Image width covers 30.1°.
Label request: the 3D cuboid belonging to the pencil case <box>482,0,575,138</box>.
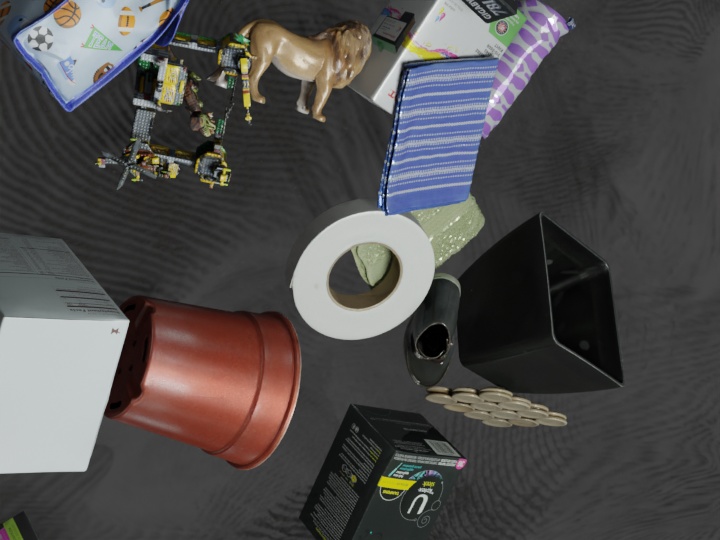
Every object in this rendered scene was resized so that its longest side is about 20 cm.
[{"bbox_3d":[0.189,-0.267,1.751,0.201,0.084,0.085,-50,157,2],"label":"pencil case"}]

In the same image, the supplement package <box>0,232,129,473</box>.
[{"bbox_3d":[-0.377,0.087,1.461,0.146,0.200,0.194,4,114,-38],"label":"supplement package"}]

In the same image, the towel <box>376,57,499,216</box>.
[{"bbox_3d":[0.097,-0.166,1.666,0.143,0.024,0.202,-10,125,-31],"label":"towel"}]

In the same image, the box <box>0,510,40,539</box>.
[{"bbox_3d":[-0.423,0.438,1.679,0.123,0.148,0.202,-28,130,-18],"label":"box"}]

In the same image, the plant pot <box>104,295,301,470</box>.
[{"bbox_3d":[-0.206,0.125,1.631,0.193,0.201,0.203,18,106,-33],"label":"plant pot"}]

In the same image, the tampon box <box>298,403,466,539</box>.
[{"bbox_3d":[0.031,0.321,1.959,0.149,0.126,0.202,12,110,-39],"label":"tampon box"}]

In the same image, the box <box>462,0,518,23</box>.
[{"bbox_3d":[0.120,-0.423,1.548,0.199,0.049,0.201,30,58,-45],"label":"box"}]

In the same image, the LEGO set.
[{"bbox_3d":[-0.193,-0.171,1.468,0.152,0.116,0.202,17,114,-15],"label":"LEGO set"}]

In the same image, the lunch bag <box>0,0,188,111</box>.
[{"bbox_3d":[-0.268,-0.280,1.335,0.200,0.170,0.124,-42,137,-8],"label":"lunch bag"}]

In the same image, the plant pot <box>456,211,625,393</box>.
[{"bbox_3d":[0.243,0.070,1.901,0.176,0.203,0.199,-24,144,32],"label":"plant pot"}]

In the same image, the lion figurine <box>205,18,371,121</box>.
[{"bbox_3d":[-0.079,-0.251,1.565,0.198,0.072,0.124,11,103,-36],"label":"lion figurine"}]

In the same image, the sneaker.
[{"bbox_3d":[0.093,0.111,1.869,0.074,0.107,0.202,9,130,4],"label":"sneaker"}]

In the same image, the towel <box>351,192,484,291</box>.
[{"bbox_3d":[0.079,-0.051,1.829,0.199,0.036,0.149,-39,134,-10],"label":"towel"}]

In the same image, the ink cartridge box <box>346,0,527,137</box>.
[{"bbox_3d":[0.091,-0.277,1.664,0.144,0.084,0.201,28,99,-43],"label":"ink cartridge box"}]

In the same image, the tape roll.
[{"bbox_3d":[0.000,0.000,1.767,0.200,0.037,0.205,-9,125,-13],"label":"tape roll"}]

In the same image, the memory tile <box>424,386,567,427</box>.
[{"bbox_3d":[0.204,0.205,2.016,0.199,0.152,0.017,26,65,-45],"label":"memory tile"}]
